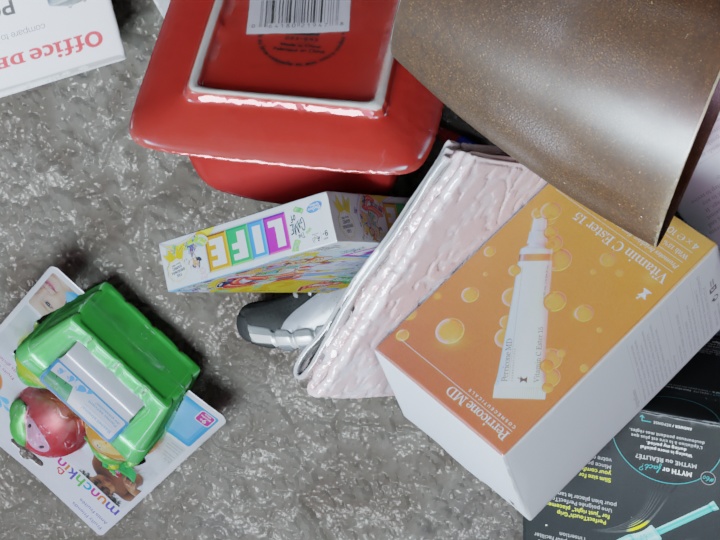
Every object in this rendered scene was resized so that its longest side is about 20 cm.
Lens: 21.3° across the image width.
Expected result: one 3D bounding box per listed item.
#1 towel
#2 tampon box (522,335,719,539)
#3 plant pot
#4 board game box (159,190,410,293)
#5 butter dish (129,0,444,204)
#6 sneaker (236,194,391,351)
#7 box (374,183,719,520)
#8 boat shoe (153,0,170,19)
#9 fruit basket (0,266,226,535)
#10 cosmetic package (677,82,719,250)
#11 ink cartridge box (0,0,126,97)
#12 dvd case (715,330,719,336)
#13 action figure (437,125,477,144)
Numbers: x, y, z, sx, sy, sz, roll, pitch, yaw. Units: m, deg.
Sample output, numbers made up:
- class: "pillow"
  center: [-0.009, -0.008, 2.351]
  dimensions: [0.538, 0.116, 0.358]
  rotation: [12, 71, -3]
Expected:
- class: "towel"
  center: [0.059, 0.001, 1.283]
  dimensions: [0.032, 0.191, 0.200]
  rotation: [42, 109, 25]
- class: "tampon box"
  center: [0.204, 0.155, 1.366]
  dimensions: [0.150, 0.126, 0.200]
  rotation: [9, 118, 22]
- class: "plant pot"
  center: [0.127, -0.138, 1.180]
  dimensions: [0.200, 0.187, 0.187]
  rotation: [23, 119, 10]
- class: "board game box"
  center: [-0.023, -0.017, 1.293]
  dimensions: [0.134, 0.200, 0.034]
  rotation: [-17, 81, 30]
- class: "butter dish"
  center: [-0.035, -0.110, 1.298]
  dimensions: [0.199, 0.200, 0.148]
  rotation: [5, 142, 9]
- class: "sneaker"
  center: [0.000, 0.000, 1.436]
  dimensions: [0.199, 0.075, 0.116]
  rotation: [0, 100, 19]
- class: "box"
  center: [0.129, 0.042, 1.260]
  dimensions: [0.124, 0.200, 0.098]
  rotation: [38, 165, 32]
- class: "boat shoe"
  center: [-0.143, -0.234, 1.366]
  dimensions: [0.068, 0.075, 0.200]
  rotation: [-14, 100, 26]
- class: "fruit basket"
  center: [-0.230, 0.112, 1.542]
  dimensions: [0.185, 0.094, 0.200]
  rotation: [44, 122, -6]
- class: "cosmetic package"
  center: [0.279, -0.054, 1.311]
  dimensions: [0.101, 0.071, 0.200]
  rotation: [-32, 101, 27]
- class: "ink cartridge box"
  center: [-0.265, -0.229, 1.362]
  dimensions: [0.145, 0.085, 0.200]
  rotation: [-19, 114, -13]
- class: "dvd case"
  center: [0.188, 0.061, 1.421]
  dimensions: [0.199, 0.025, 0.151]
  rotation: [2, 115, 16]
- class: "action figure"
  center: [0.120, -0.062, 1.370]
  dimensions: [0.200, 0.052, 0.065]
  rotation: [37, 112, -2]
